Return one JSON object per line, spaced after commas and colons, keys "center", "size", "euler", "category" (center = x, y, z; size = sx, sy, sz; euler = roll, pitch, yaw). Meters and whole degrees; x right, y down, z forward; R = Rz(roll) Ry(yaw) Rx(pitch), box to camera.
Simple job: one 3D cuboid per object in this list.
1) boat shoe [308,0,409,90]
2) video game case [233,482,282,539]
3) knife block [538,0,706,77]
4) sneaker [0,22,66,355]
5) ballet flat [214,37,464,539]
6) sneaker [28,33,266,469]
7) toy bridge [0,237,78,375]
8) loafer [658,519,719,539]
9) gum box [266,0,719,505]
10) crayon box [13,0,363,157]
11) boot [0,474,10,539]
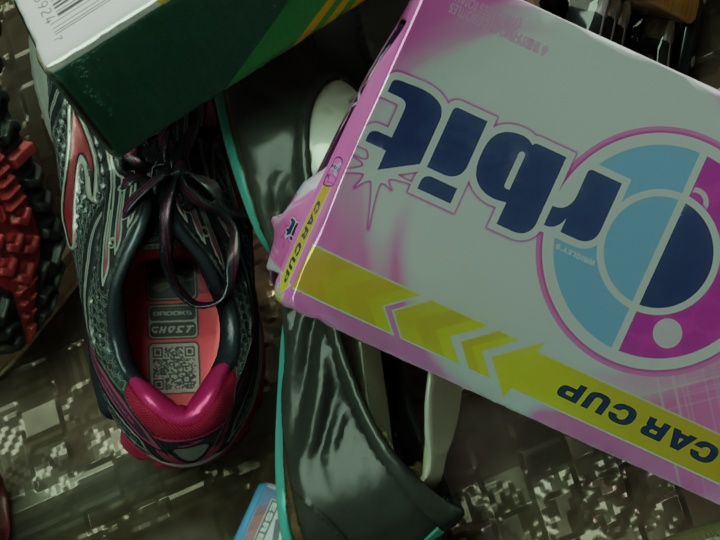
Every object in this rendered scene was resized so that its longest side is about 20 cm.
{"center": [0.016, -0.127, 1.045], "size": [0.073, 0.063, 0.202], "euler": [2, 66, -16], "category": "boat shoe"}
{"center": [0.023, 0.166, 0.962], "size": [0.199, 0.018, 0.144], "euler": [18, 77, 28], "category": "video game case"}
{"center": [0.073, -0.124, 0.971], "size": [0.064, 0.201, 0.176], "euler": [13, 46, 26], "category": "knife block"}
{"center": [-0.175, -0.061, 1.025], "size": [0.095, 0.079, 0.201], "euler": [-1, 111, 29], "category": "sneaker"}
{"center": [0.000, 0.000, 0.983], "size": [0.068, 0.068, 0.201], "euler": [-14, 80, 23], "category": "ballet flat"}
{"center": [-0.066, -0.034, 1.015], "size": [0.080, 0.075, 0.201], "euler": [-11, 85, -4], "category": "sneaker"}
{"center": [-0.160, 0.016, 1.095], "size": [0.199, 0.027, 0.067], "euler": [-25, 64, 12], "category": "toy bridge"}
{"center": [0.145, 0.150, 0.873], "size": [0.067, 0.076, 0.200], "euler": [-45, 72, 2], "category": "loafer"}
{"center": [0.078, -0.007, 0.913], "size": [0.199, 0.066, 0.114], "euler": [25, 93, -3], "category": "gum box"}
{"center": [-0.026, -0.140, 0.956], "size": [0.199, 0.052, 0.126], "euler": [-32, 47, 3], "category": "crayon box"}
{"center": [-0.209, 0.098, 1.070], "size": [0.144, 0.073, 0.200], "euler": [-31, 36, -23], "category": "boot"}
